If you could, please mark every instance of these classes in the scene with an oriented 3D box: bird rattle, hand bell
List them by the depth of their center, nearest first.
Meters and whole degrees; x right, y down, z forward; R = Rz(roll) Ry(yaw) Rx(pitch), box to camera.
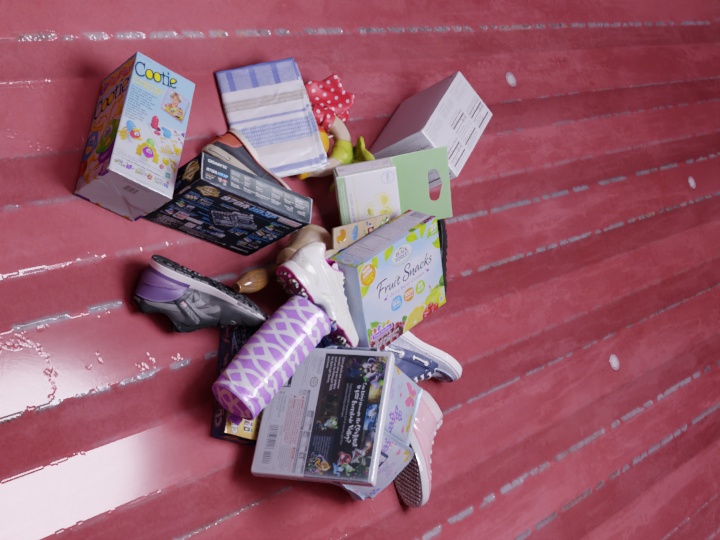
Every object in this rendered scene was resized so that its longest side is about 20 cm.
[{"bbox_3d":[-0.127,-0.001,1.575,0.200,0.104,0.104,-25,91,-55],"label":"hand bell"},{"bbox_3d":[-0.064,-0.233,1.762,0.163,0.113,0.200,-19,84,-29],"label":"bird rattle"}]

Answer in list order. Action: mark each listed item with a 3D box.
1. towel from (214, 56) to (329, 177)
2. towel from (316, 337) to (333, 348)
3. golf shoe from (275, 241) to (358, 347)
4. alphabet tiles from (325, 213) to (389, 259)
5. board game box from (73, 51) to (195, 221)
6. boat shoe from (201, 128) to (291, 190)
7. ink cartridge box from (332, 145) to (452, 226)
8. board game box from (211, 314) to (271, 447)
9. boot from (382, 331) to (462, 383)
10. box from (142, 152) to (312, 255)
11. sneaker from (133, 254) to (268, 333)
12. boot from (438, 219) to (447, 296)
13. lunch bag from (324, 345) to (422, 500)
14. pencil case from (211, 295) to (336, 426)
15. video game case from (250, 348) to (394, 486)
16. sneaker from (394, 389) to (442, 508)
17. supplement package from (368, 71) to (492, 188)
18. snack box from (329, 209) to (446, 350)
[{"bbox_3d":[-0.147,-0.247,1.700,0.147,0.024,0.200,-15,82,-17],"label":"towel"},{"bbox_3d":[-0.046,0.112,1.655,0.200,0.024,0.145,-36,109,-56],"label":"towel"},{"bbox_3d":[-0.046,0.040,1.569,0.092,0.075,0.200,-53,132,-24],"label":"golf shoe"},{"bbox_3d":[0.000,0.000,1.666,0.200,0.006,0.167,-18,116,-45],"label":"alphabet tiles"},{"bbox_3d":[-0.323,-0.191,1.483,0.105,0.103,0.200,27,57,-34],"label":"board game box"},{"bbox_3d":[-0.166,-0.133,1.620,0.063,0.071,0.200,-38,86,-28],"label":"boat shoe"},{"bbox_3d":[0.060,-0.122,1.744,0.048,0.200,0.146,-108,-171,-57],"label":"ink cartridge box"},{"bbox_3d":[-0.152,0.164,1.554,0.135,0.035,0.200,23,59,-37],"label":"board game box"},{"bbox_3d":[0.089,0.169,1.769,0.200,0.073,0.090,32,62,-29],"label":"boot"},{"bbox_3d":[-0.197,-0.092,1.525,0.200,0.159,0.046,21,59,-37],"label":"box"},{"bbox_3d":[-0.233,0.055,1.494,0.200,0.076,0.088,27,95,-24],"label":"sneaker"},{"bbox_3d":[0.078,-0.036,1.829,0.158,0.079,0.211,11,67,-41],"label":"boot"},{"bbox_3d":[0.004,0.239,1.582,0.170,0.127,0.200,47,54,-49],"label":"lunch bag"},{"bbox_3d":[-0.126,0.125,1.483,0.084,0.086,0.200,35,61,15],"label":"pencil case"},{"bbox_3d":[-0.053,0.207,1.492,0.023,0.182,0.200,66,30,-58],"label":"video game case"},{"bbox_3d":[0.101,0.288,1.720,0.105,0.075,0.200,-2,71,-39],"label":"sneaker"},{"bbox_3d":[0.125,-0.246,1.905,0.111,0.156,0.200,49,46,-19],"label":"supplement package"},{"bbox_3d":[0.048,0.018,1.670,0.200,0.068,0.169,-33,127,-40],"label":"snack box"}]
